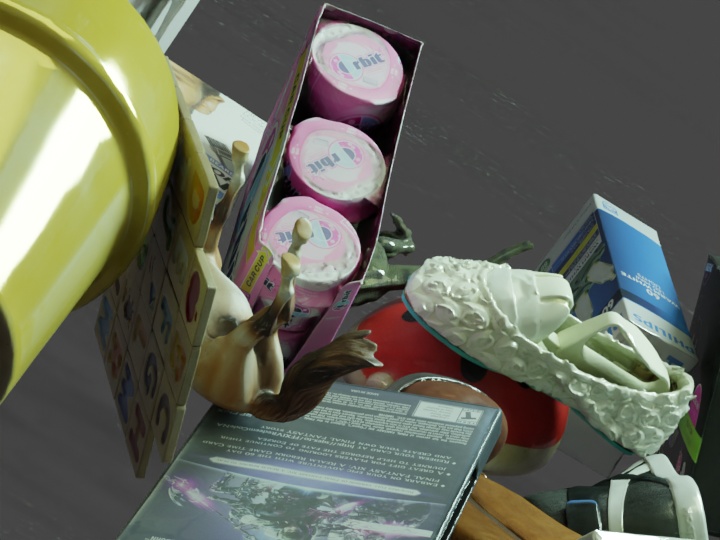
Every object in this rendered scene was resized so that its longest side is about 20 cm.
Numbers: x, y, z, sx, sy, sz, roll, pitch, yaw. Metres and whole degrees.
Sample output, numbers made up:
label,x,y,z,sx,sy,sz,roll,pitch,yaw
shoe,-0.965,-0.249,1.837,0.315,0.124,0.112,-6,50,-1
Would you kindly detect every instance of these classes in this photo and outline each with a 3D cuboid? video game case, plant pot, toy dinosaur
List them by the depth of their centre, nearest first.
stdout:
label,x,y,z,sx,sy,sz,roll,pitch,yaw
plant pot,-0.197,-0.028,1.145,0.200,0.201,0.189,30,37,-14
video game case,-0.023,0.106,1.206,0.142,0.019,0.200,8,27,14
toy dinosaur,0.000,0.000,1.511,0.199,0.048,0.088,-9,12,-4

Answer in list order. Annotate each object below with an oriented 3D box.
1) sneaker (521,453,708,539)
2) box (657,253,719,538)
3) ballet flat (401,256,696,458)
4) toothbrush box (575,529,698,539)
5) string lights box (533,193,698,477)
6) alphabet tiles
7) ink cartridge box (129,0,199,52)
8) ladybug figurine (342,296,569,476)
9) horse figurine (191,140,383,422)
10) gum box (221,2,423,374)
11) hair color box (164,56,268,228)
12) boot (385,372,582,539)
label,x,y,z,sx,sy,sz,roll,pitch,yaw
sneaker,0.129,0.146,1.434,0.111,0.074,0.200,-7,-6,-2
box,0.268,0.086,1.594,0.124,0.149,0.200,14,9,1
ballet flat,0.116,0.037,1.460,0.200,0.072,0.072,32,19,-26
toothbrush box,0.123,0.192,1.180,0.199,0.145,0.087,9,57,-49
string lights box,0.160,0.040,1.674,0.059,0.103,0.200,31,20,-15
alphabet tiles,-0.104,-0.003,1.255,0.006,0.167,0.200,6,30,-20
ink cartridge box,-0.188,-0.212,1.640,0.200,0.129,0.125,42,20,14
ladybug figurine,0.064,0.061,1.516,0.136,0.072,0.200,43,21,20
horse figurine,-0.068,0.012,1.266,0.050,0.133,0.200,-7,41,-35
gum box,-0.029,-0.036,1.411,0.066,0.114,0.201,20,49,-7
hair color box,-0.125,-0.064,1.503,0.109,0.065,0.200,32,18,-6
boot,0.070,0.114,1.309,0.199,0.069,0.188,23,9,39
